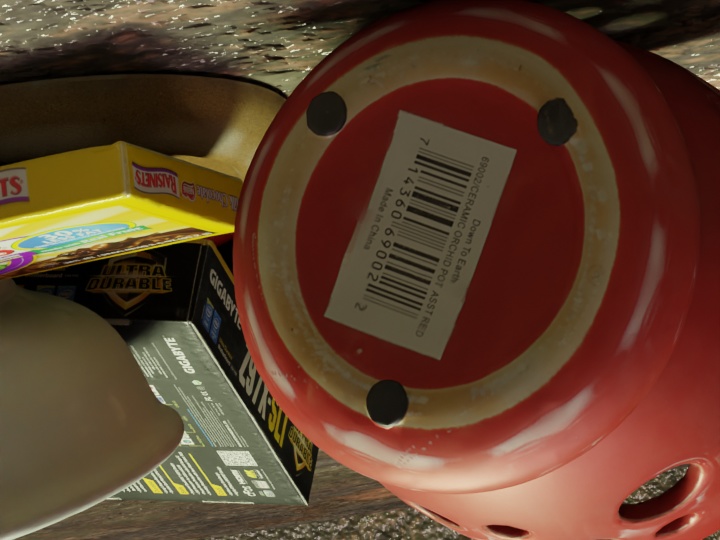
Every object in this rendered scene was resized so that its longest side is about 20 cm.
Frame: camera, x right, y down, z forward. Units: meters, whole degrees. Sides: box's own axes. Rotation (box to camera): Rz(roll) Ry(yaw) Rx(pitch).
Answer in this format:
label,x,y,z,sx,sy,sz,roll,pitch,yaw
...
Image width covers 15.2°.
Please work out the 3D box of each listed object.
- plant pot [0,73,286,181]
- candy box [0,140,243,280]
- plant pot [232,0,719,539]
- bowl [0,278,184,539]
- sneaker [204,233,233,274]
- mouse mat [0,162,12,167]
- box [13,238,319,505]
label,x,y,z,sx,sy,sz,roll,pitch,yaw
plant pot,-0.125,-0.041,1.099,0.198,0.028,0.200,-7,169,-1
candy box,-0.154,-0.014,1.039,0.199,0.027,0.102,-11,168,22
plant pot,0.065,0.004,1.007,0.199,0.202,0.182,-11,166,21
bowl,-0.180,0.054,1.129,0.200,0.091,0.201,-14,-169,3
sneaker,0.000,0.000,1.286,0.198,0.079,0.090,-8,168,4
mouse mat,-0.196,-0.015,1.097,0.199,0.008,0.161,-12,170,20
box,-0.120,0.050,1.288,0.159,0.050,0.200,2,151,18
